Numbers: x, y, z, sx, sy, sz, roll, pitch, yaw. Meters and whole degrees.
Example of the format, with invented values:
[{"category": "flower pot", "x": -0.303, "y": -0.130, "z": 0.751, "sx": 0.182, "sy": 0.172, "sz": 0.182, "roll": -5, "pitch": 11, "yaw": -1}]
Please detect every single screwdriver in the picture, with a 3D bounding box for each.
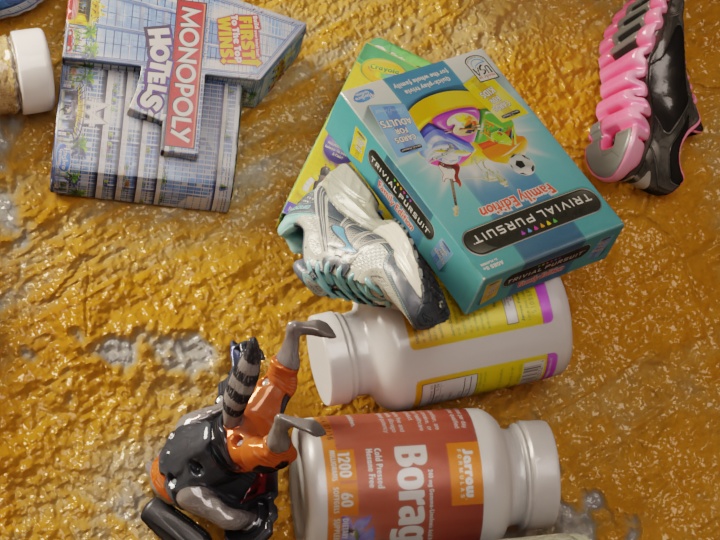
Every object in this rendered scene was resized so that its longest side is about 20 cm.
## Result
[{"category": "screwdriver", "x": -0.088, "y": 0.241, "z": 1.652, "sx": 0.199, "sy": 0.029, "sz": 0.028, "roll": 36, "pitch": 69, "yaw": 9}]

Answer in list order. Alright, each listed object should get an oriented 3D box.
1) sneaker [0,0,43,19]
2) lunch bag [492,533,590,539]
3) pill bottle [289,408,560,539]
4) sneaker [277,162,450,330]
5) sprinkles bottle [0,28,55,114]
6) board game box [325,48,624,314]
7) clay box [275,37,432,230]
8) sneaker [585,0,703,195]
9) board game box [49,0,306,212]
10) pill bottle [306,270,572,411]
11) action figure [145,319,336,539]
[{"category": "sneaker", "x": -0.316, "y": -0.241, "z": 1.745, "sx": 0.199, "sy": 0.089, "sz": 0.079, "roll": -36, "pitch": 81, "yaw": -13}, {"category": "lunch bag", "x": 0.083, "y": 0.259, "z": 1.588, "sx": 0.163, "sy": 0.200, "sz": 0.118, "roll": -5, "pitch": 71, "yaw": -12}, {"category": "pill bottle", "x": 0.049, "y": 0.164, "z": 1.661, "sx": 0.198, "sy": 0.112, "sz": 0.113, "roll": -3, "pitch": 72, "yaw": -10}, {"category": "sneaker", "x": 0.000, "y": 0.000, "z": 1.651, "sx": 0.086, "sy": 0.078, "sz": 0.200, "roll": -34, "pitch": 36, "yaw": -5}, {"category": "sprinkles bottle", "x": -0.348, "y": -0.149, "z": 1.725, "sx": 0.198, "sy": 0.068, "sz": 0.069, "roll": -9, "pitch": 73, "yaw": -13}, {"category": "board game box", "x": 0.090, "y": -0.075, "z": 1.696, "sx": 0.150, "sy": 0.047, "sz": 0.200, "roll": -21, "pitch": 62, "yaw": -33}, {"category": "clay box", "x": 0.022, "y": -0.100, "z": 1.783, "sx": 0.114, "sy": 0.048, "sz": 0.201, "roll": 25, "pitch": 70, "yaw": -1}, {"category": "sneaker", "x": 0.255, "y": -0.153, "z": 1.839, "sx": 0.095, "sy": 0.079, "sz": 0.201, "roll": 24, "pitch": 68, "yaw": -25}, {"category": "board game box", "x": -0.147, "y": -0.156, "z": 1.766, "sx": 0.198, "sy": 0.062, "sz": 0.202, "roll": 5, "pitch": 70, "yaw": -7}, {"category": "pill bottle", "x": 0.061, "y": 0.052, "z": 1.707, "sx": 0.198, "sy": 0.104, "sz": 0.105, "roll": -11, "pitch": 73, "yaw": -14}, {"category": "action figure", "x": -0.099, "y": 0.108, "z": 1.630, "sx": 0.104, "sy": 0.193, "sz": 0.201, "roll": 23, "pitch": 39, "yaw": -32}]
